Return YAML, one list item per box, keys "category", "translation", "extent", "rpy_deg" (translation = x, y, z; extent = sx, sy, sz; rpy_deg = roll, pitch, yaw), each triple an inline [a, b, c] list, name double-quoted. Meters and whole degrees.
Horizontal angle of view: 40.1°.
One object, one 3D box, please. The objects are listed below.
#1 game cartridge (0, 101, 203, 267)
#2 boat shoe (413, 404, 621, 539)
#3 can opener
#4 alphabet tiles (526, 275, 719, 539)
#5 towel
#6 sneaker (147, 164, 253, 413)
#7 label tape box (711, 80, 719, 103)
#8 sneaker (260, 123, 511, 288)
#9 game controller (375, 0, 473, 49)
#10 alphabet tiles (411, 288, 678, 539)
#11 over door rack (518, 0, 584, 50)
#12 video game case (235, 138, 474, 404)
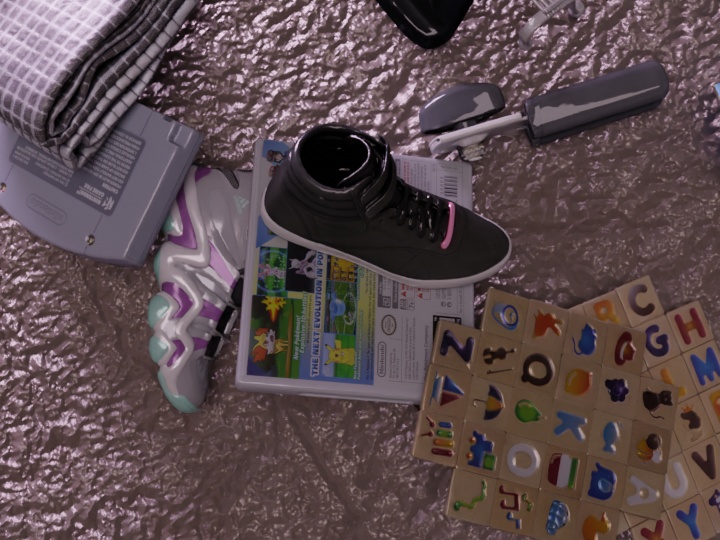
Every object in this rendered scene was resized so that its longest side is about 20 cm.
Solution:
- category: "game cartridge"
  translation: [-0.228, -0.085, 0.810]
  extent: [0.198, 0.040, 0.135]
  rpy_deg: [27, 86, 30]
- category: "boat shoe"
  translation: [0.129, 0.133, 0.775]
  extent: [0.198, 0.072, 0.072]
  rpy_deg: [35, 79, 7]
- category: "can opener"
  translation: [0.145, -0.133, 0.791]
  extent: [0.196, 0.053, 0.068]
  rpy_deg: [-12, 84, 6]
- category: "alphabet tiles"
  translation: [0.221, 0.114, 0.761]
  extent: [0.164, 0.006, 0.203]
  rpy_deg: [-20, 84, -16]
- category: "towel"
  translation: [-0.230, -0.203, 0.781]
  extent: [0.164, 0.086, 0.202]
  rpy_deg: [30, 80, 29]
- category: "sneaker"
  translation: [-0.097, 0.011, 0.799]
  extent: [0.137, 0.078, 0.204]
  rpy_deg: [-3, 87, 7]
- category: "label tape box"
  translation: [0.369, -0.075, 0.756]
  extent: [0.142, 0.063, 0.203]
  rpy_deg: [-24, 85, 5]
- category: "sneaker"
  translation: [0.027, -0.045, 0.720]
  extent: [0.196, 0.099, 0.072]
  rpy_deg: [14, 64, -6]
- category: "game controller"
  translation: [0.016, -0.274, 0.791]
  extent: [0.042, 0.104, 0.201]
  rpy_deg: [-34, 82, -35]
- category: "alphabet tiles"
  translation: [0.140, 0.111, 0.728]
  extent: [0.196, 0.006, 0.169]
  rpy_deg: [16, 75, -10]
- category: "over door rack"
  translation: [0.156, -0.289, 0.797]
  extent: [0.199, 0.067, 0.148]
  rpy_deg: [-41, 83, -10]
- category: "video game case"
  translation: [0.000, 0.000, 0.763]
  extent: [0.179, 0.022, 0.204]
  rpy_deg: [6, 68, -9]
